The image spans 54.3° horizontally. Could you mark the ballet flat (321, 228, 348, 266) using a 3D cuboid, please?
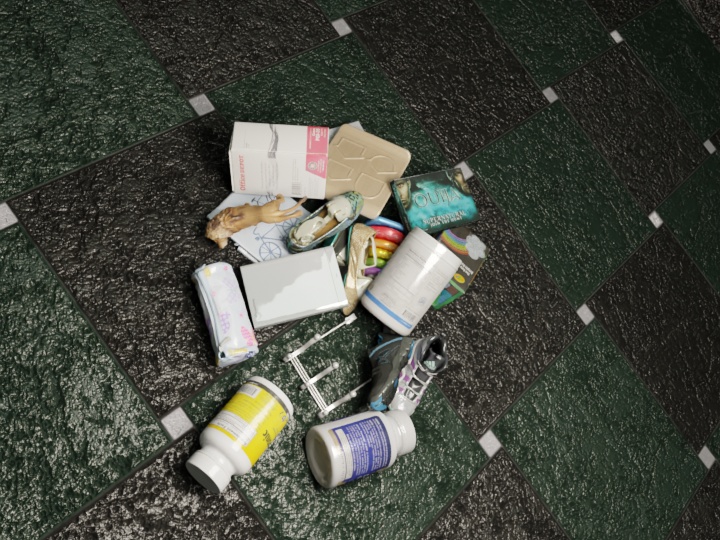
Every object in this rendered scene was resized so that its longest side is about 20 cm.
[{"bbox_3d":[-0.069,-0.018,1.536,0.068,0.068,0.201,41,66,-18],"label":"ballet flat"}]

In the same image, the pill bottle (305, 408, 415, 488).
[{"bbox_3d":[0.004,0.340,1.377,0.199,0.120,0.121,-10,73,-30],"label":"pill bottle"}]

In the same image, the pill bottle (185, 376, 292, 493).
[{"bbox_3d":[-0.222,0.300,1.280,0.111,0.111,0.200,44,56,-4],"label":"pill bottle"}]

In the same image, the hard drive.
[{"bbox_3d":[-0.137,0.034,1.450,0.198,0.027,0.133,-13,77,-10],"label":"hard drive"}]

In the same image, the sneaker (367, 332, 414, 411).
[{"bbox_3d":[0.045,0.206,1.437,0.081,0.074,0.200,17,39,12],"label":"sneaker"}]

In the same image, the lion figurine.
[{"bbox_3d":[-0.213,-0.110,1.419,0.073,0.199,0.122,69,25,-7],"label":"lion figurine"}]

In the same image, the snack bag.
[{"bbox_3d":[-0.211,-0.105,1.521,0.200,0.021,0.189,39,55,-4],"label":"snack bag"}]

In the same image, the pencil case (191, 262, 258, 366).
[{"bbox_3d":[-0.267,0.086,1.367,0.090,0.083,0.201,1,65,-51],"label":"pencil case"}]

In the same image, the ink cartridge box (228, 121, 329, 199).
[{"bbox_3d":[-0.169,-0.230,1.473,0.198,0.147,0.083,3,58,-5],"label":"ink cartridge box"}]

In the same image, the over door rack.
[{"bbox_3d":[-0.043,0.190,1.452,0.199,0.067,0.148,-30,85,-34],"label":"over door rack"}]

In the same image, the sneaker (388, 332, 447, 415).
[{"bbox_3d":[0.130,0.215,1.486,0.077,0.140,0.201,30,57,-13],"label":"sneaker"}]

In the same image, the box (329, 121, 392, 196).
[{"bbox_3d":[-0.024,-0.246,1.671,0.155,0.041,0.201,-23,81,-33],"label":"box"}]

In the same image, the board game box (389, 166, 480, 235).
[{"bbox_3d":[0.169,-0.155,1.585,0.199,0.028,0.136,-15,81,-32],"label":"board game box"}]

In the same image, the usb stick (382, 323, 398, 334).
[{"bbox_3d":[0.075,0.112,1.559,0.055,0.033,0.201,6,61,-5],"label":"usb stick"}]

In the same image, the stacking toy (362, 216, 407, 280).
[{"bbox_3d":[0.040,-0.012,1.575,0.109,0.116,0.202,20,72,-17],"label":"stacking toy"}]

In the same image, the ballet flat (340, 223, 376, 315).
[{"bbox_3d":[0.000,0.000,1.514,0.065,0.070,0.202,7,94,16],"label":"ballet flat"}]

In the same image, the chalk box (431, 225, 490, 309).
[{"bbox_3d":[0.186,-0.001,1.625,0.125,0.124,0.200,42,57,-6],"label":"chalk box"}]

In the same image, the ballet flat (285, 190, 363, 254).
[{"bbox_3d":[-0.074,-0.106,1.487,0.200,0.074,0.074,-41,90,-9],"label":"ballet flat"}]

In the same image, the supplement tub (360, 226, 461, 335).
[{"bbox_3d":[0.105,0.024,1.478,0.132,0.132,0.201,36,93,-9],"label":"supplement tub"}]

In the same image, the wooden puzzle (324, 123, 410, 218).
[{"bbox_3d":[-0.005,-0.222,1.596,0.184,0.046,0.201,24,62,8],"label":"wooden puzzle"}]
